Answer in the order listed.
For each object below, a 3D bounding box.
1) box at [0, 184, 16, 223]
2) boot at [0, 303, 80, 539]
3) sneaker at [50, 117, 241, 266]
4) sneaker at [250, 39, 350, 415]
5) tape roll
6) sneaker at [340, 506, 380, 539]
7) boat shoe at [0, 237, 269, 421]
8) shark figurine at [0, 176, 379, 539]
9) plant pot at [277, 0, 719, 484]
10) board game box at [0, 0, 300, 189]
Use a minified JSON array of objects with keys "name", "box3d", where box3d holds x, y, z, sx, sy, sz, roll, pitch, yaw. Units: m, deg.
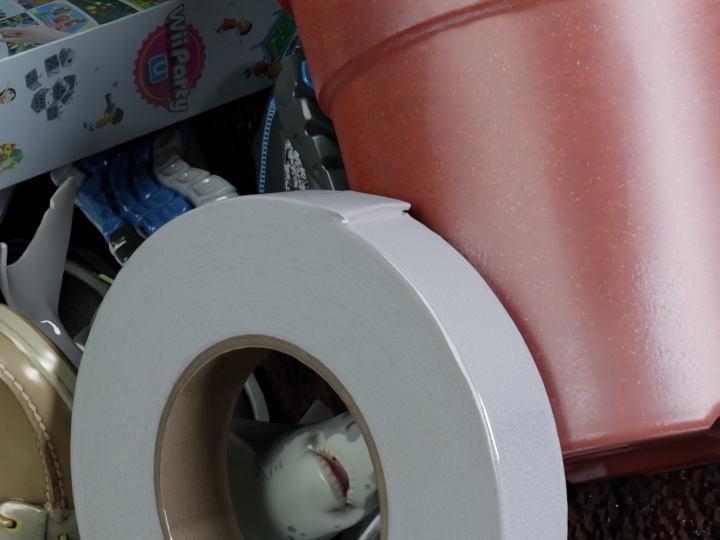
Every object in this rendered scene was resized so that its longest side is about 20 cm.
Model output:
[{"name":"box","box3d":[-0.230,-0.018,1.044,0.159,0.048,0.200,-67,21,7]},{"name":"boot","box3d":[-0.169,0.119,0.789,0.073,0.155,0.201,40,147,29]},{"name":"sneaker","box3d":[-0.088,-0.017,0.954,0.075,0.087,0.200,-29,33,-2]},{"name":"sneaker","box3d":[0.000,0.000,0.880,0.082,0.073,0.201,-48,47,52]},{"name":"tape roll","box3d":[-0.020,0.073,0.688,0.202,0.037,0.204,6,100,41]},{"name":"sneaker","box3d":[0.030,0.111,0.770,0.075,0.081,0.200,-57,20,-6]},{"name":"boat shoe","box3d":[-0.120,0.043,0.972,0.201,0.060,0.072,34,103,42]},{"name":"shark figurine","box3d":[-0.058,0.056,0.815,0.214,0.089,0.129,28,131,30]},{"name":"plant pot","box3d":[0.081,-0.027,0.727,0.200,0.200,0.196,-18,76,39]},{"name":"board game box","box3d":[-0.139,-0.110,0.933,0.147,0.199,0.065,28,131,42]}]
